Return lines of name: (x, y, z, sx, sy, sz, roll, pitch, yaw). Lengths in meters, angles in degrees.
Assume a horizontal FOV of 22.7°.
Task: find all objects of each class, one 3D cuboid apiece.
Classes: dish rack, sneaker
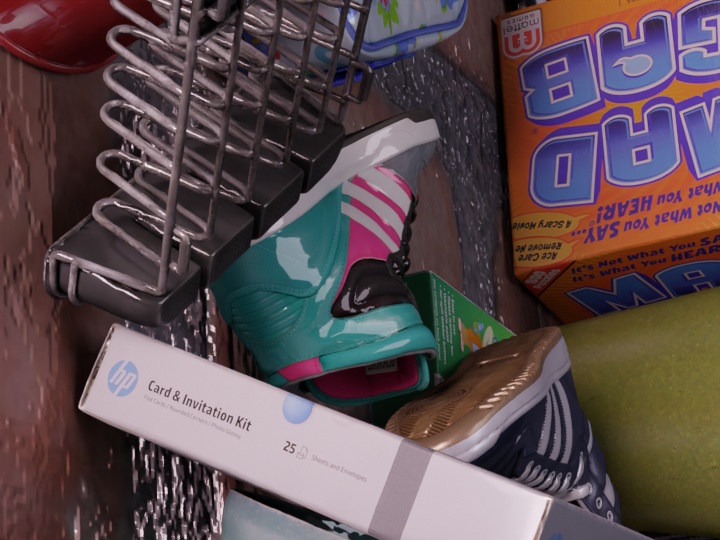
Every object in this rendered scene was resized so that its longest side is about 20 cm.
dish rack: (-0.043, -0.084, 0.657, 0.153, 0.054, 0.200, -48, 160, -44)
sneaker: (0.076, 0.100, 0.885, 0.200, 0.070, 0.109, -29, 103, -68)
sneaker: (0.000, 0.000, 0.849, 0.200, 0.083, 0.121, -36, 106, -56)

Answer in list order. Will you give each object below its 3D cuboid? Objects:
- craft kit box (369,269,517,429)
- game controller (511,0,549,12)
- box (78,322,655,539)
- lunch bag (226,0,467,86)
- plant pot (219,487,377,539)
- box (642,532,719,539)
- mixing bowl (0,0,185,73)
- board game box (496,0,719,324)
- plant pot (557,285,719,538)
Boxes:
craft kit box: (0.067, 0.125, 0.989, 0.197, 0.048, 0.201, 38, 45, -58)
game controller: (0.156, -0.195, 1.355, 0.200, 0.042, 0.105, 22, 73, -61)
box: (0.012, 0.085, 0.707, 0.156, 0.200, 0.041, 31, 79, -58)
lunch bag: (-0.016, -0.176, 0.906, 0.200, 0.082, 0.161, -32, 106, -64)
plant pot: (0.018, 0.182, 0.708, 0.200, 0.200, 0.135, 31, 78, -58)
box: (0.295, 0.245, 1.333, 0.197, 0.117, 0.201, 45, 38, -49)
mixing bowl: (-0.094, -0.188, 0.715, 0.200, 0.108, 0.201, 41, 42, -54)
board game box: (0.227, -0.071, 1.236, 0.200, 0.199, 0.201, 40, 43, -54)
plant pot: (0.212, 0.091, 1.134, 0.200, 0.184, 0.201, 21, 66, -59)
